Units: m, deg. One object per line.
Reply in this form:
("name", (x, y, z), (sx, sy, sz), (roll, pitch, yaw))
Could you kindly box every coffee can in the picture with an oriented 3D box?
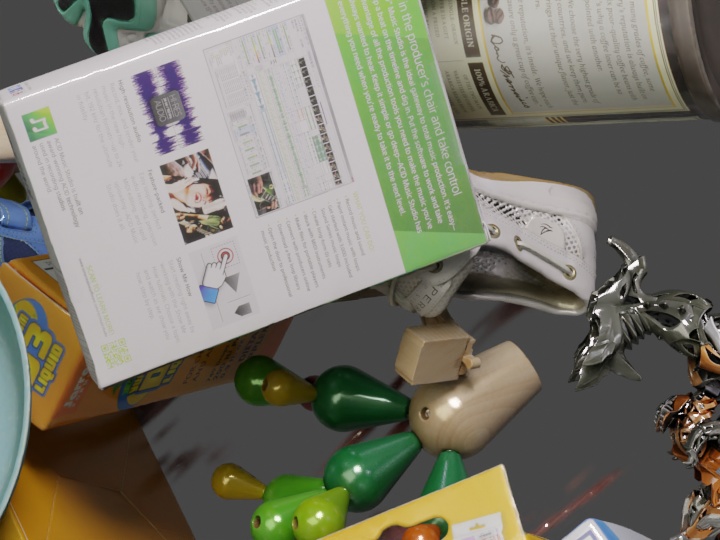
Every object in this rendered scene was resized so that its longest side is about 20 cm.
("coffee can", (0.091, -0.143, 1.318), (0.199, 0.146, 0.147), (-1, 77, 25))

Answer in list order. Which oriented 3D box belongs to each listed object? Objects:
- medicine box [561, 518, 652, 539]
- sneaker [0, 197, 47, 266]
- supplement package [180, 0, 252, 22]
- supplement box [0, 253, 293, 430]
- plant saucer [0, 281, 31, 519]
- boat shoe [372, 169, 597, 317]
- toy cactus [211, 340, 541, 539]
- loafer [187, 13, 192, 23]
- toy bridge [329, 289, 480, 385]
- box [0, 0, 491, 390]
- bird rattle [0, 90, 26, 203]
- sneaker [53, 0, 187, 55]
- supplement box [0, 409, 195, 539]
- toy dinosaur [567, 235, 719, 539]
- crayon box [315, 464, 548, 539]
("medicine box", (0.101, 0.252, 1.242), (0.200, 0.103, 0.183), (-40, 65, 11))
("sneaker", (-0.180, -0.009, 1.397), (0.074, 0.200, 0.082), (26, 80, 50))
("supplement package", (-0.005, -0.210, 1.238), (0.199, 0.118, 0.117), (-17, 46, 14))
("supplement box", (-0.112, 0.026, 1.335), (0.069, 0.200, 0.067), (38, 114, 23))
("plant saucer", (-0.232, 0.073, 1.254), (0.199, 0.036, 0.201), (-7, 75, 26))
("boat shoe", (0.033, -0.012, 1.293), (0.071, 0.199, 0.070), (134, 135, -54))
("toy cactus", (0.021, 0.101, 1.330), (0.165, 0.103, 0.200), (-34, 43, -10))
("loafer", (-0.061, -0.129, 1.325), (0.063, 0.072, 0.201), (11, 51, -4))
("toy bridge", (0.000, 0.000, 1.366), (0.200, 0.067, 0.027), (40, 124, 41))
("box", (-0.052, -0.047, 1.214), (0.199, 0.036, 0.145), (-20, 109, -9))
("bird rattle", (-0.196, -0.063, 1.434), (0.199, 0.163, 0.113), (6, 98, 35))
("sneaker", (-0.073, -0.151, 1.413), (0.200, 0.140, 0.078), (48, 139, -1))
("supplement box", (-0.215, 0.163, 1.358), (0.200, 0.197, 0.133), (-35, 66, 15))
("toy dinosaur", (0.175, 0.040, 1.280), (0.135, 0.102, 0.201), (14, 69, 3))
("crayon box", (0.048, 0.205, 1.192), (0.125, 0.052, 0.201), (-23, 69, 19))
